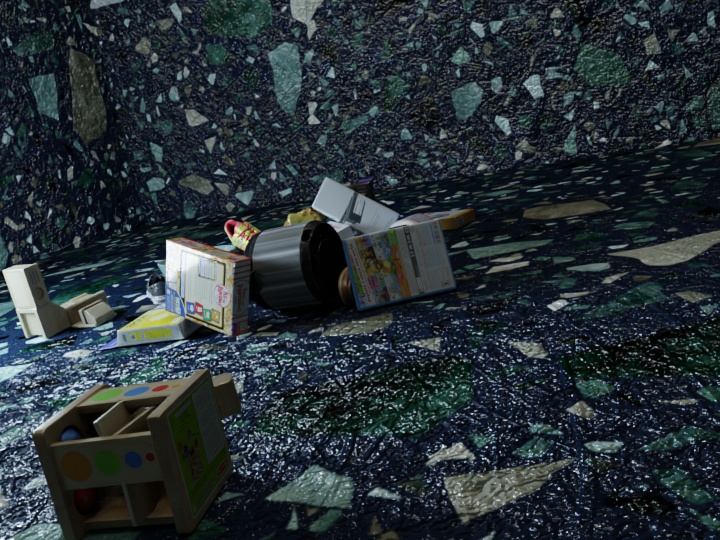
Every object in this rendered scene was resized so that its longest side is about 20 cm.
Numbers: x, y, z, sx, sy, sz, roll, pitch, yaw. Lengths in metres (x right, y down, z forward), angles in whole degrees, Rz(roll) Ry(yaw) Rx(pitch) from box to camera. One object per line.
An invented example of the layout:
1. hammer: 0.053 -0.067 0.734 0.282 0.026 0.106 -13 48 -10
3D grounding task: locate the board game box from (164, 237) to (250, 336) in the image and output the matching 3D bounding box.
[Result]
1. board game box: -0.306 0.030 1.382 0.199 0.152 0.046 17 19 34

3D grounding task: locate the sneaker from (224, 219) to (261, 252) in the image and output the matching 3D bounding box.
1. sneaker: -0.284 -0.081 1.782 0.199 0.090 0.078 17 61 43

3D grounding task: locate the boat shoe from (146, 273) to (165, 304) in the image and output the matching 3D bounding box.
1. boat shoe: -0.542 0.041 1.865 0.070 0.067 0.200 -14 12 -14

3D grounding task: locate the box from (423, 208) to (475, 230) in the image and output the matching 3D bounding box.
1. box: 0.233 -0.149 2.118 0.199 0.042 0.119 -5 13 39

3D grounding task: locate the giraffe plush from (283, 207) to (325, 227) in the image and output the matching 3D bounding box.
1. giraffe plush: -0.148 -0.080 1.830 0.199 0.163 0.173 -9 12 14

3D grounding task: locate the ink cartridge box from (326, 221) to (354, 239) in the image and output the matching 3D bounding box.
1. ink cartridge box: -0.116 -0.034 1.685 0.200 0.086 0.146 -32 17 -15

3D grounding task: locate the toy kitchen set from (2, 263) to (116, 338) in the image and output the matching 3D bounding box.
1. toy kitchen set: -0.710 0.048 1.705 0.162 0.181 0.200 -3 18 29

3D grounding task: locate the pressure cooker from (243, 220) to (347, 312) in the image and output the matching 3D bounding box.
1. pressure cooker: -0.146 -0.008 1.441 0.199 0.179 0.176 -9 -30 25

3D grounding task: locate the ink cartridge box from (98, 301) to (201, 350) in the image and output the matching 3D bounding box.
1. ink cartridge box: -0.429 0.109 1.504 0.199 0.047 0.198 -5 14 13

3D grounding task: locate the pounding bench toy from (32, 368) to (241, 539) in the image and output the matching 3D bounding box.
1. pounding bench toy: -0.233 0.184 0.772 0.155 0.125 0.200 -9 12 12

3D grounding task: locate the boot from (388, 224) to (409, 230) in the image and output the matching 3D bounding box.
1. boot: 0.109 -0.037 1.473 0.069 0.132 0.200 -6 13 28

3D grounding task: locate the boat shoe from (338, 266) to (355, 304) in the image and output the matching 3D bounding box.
1. boat shoe: 0.014 0.018 1.449 0.067 0.072 0.200 -8 10 25

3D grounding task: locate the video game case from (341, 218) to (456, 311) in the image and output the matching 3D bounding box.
1. video game case: 0.075 -0.012 1.367 0.199 0.144 0.018 -12 -7 -7

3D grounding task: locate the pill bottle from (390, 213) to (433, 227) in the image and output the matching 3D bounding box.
1. pill bottle: 0.119 -0.071 1.646 0.108 0.109 0.200 -7 8 19

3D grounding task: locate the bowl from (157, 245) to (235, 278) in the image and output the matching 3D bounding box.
1. bowl: -0.412 0.009 1.803 0.200 0.106 0.201 -10 12 2

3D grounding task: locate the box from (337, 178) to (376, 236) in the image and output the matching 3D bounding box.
1. box: -0.004 -0.137 1.876 0.106 0.201 0.122 -10 11 7

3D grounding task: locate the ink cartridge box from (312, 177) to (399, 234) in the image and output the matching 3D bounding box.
1. ink cartridge box: -0.012 -0.146 1.731 0.199 0.085 0.145 28 1 -1
